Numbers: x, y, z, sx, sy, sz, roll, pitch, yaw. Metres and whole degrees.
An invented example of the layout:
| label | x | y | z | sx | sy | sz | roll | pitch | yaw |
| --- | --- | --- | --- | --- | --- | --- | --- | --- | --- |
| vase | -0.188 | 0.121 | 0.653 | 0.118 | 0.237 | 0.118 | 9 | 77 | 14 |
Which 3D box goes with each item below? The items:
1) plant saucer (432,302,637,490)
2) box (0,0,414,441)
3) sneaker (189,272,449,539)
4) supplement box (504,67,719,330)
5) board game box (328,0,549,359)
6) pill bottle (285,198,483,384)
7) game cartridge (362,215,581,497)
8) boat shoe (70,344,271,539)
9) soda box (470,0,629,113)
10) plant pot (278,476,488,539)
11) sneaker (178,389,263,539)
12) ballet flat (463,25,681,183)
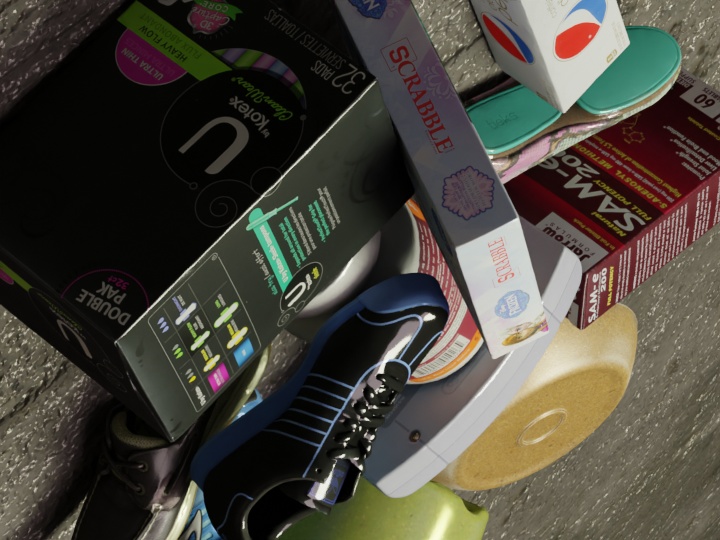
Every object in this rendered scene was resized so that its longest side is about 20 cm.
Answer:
| label | x | y | z | sx | sy | sz | roll | pitch | yaw |
| --- | --- | --- | --- | --- | --- | --- | --- | --- | --- |
| plant saucer | 0.120 | 0.099 | 1.974 | 0.200 | 0.035 | 0.200 | -26 | 154 | -14 |
| box | -0.096 | -0.041 | 1.495 | 0.200 | 0.148 | 0.124 | -46 | 152 | -14 |
| sneaker | -0.013 | 0.091 | 1.652 | 0.200 | 0.078 | 0.070 | -45 | 141 | 16 |
| supplement box | 0.183 | -0.057 | 1.935 | 0.200 | 0.109 | 0.061 | -37 | 148 | -28 |
| board game box | 0.042 | -0.070 | 1.587 | 0.041 | 0.200 | 0.200 | -25 | 160 | 0 |
| pill bottle | 0.000 | 0.000 | 1.726 | 0.110 | 0.110 | 0.200 | -54 | 152 | 3 |
| game cartridge | 0.052 | 0.048 | 1.832 | 0.200 | 0.133 | 0.040 | -51 | 133 | -2 |
| boat shoe | -0.129 | 0.105 | 1.702 | 0.201 | 0.072 | 0.066 | -59 | 146 | 1 |
| soda box | 0.107 | -0.183 | 1.728 | 0.068 | 0.064 | 0.200 | -47 | 150 | -10 |
| plant pot | -0.008 | 0.217 | 1.902 | 0.185 | 0.200 | 0.200 | -63 | 152 | -4 |
| sneaker | -0.088 | 0.156 | 1.791 | 0.078 | 0.090 | 0.200 | -23 | 140 | -42 |
| ballet flat | 0.126 | -0.105 | 1.855 | 0.200 | 0.069 | 0.071 | -29 | 162 | -31 |
